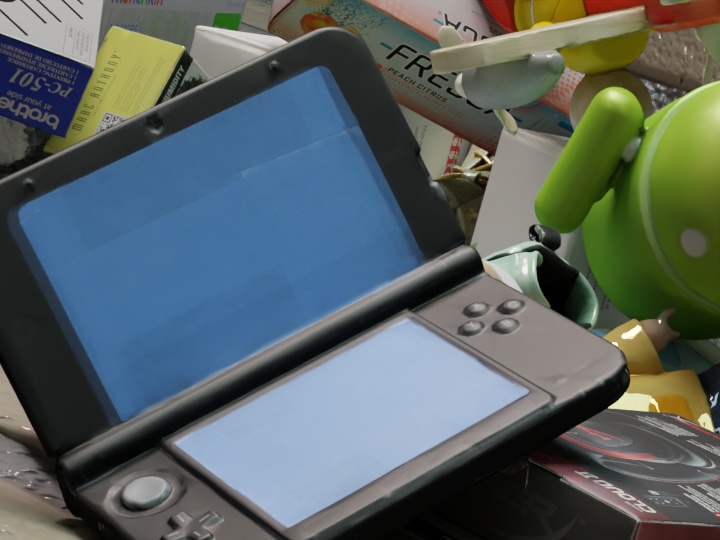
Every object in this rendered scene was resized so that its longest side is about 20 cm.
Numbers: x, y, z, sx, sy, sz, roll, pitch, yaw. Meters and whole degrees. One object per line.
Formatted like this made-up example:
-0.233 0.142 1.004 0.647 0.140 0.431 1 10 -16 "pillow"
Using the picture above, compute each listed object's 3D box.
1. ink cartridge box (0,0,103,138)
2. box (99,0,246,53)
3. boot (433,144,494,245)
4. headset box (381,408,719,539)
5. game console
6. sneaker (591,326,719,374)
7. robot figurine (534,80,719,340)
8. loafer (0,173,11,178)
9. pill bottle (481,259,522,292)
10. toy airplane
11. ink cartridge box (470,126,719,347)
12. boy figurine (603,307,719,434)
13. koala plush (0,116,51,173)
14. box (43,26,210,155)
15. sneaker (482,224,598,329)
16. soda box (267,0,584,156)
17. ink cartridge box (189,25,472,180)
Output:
-0.174 -0.147 1.393 0.093 0.044 0.200 20 31 -13 "ink cartridge box"
-0.159 -0.113 1.662 0.096 0.178 0.200 19 9 19 "box"
0.073 -0.054 1.650 0.072 0.202 0.154 15 9 30 "boot"
0.102 0.108 1.134 0.199 0.076 0.148 7 13 -44 "headset box"
-0.028 0.013 1.082 0.199 0.117 0.176 -28 32 -23 "game console"
0.157 0.084 1.387 0.130 0.080 0.199 0 17 -41 "sneaker"
0.178 -0.029 1.379 0.175 0.116 0.200 29 -13 -9 "robot figurine"
-0.108 0.015 1.396 0.199 0.072 0.063 23 -10 1 "loafer"
-0.036 0.036 1.200 0.199 0.117 0.116 11 11 -26 "pill bottle"
0.143 -0.126 1.471 0.198 0.142 0.199 4 22 7 "toy airplane"
0.157 0.013 1.561 0.199 0.147 0.084 9 11 -37 "ink cartridge box"
0.134 0.072 1.314 0.198 0.125 0.065 1 -32 -6 "boy figurine"
-0.204 -0.098 1.461 0.199 0.185 0.177 20 11 35 "koala plush"
-0.081 -0.039 1.436 0.050 0.076 0.200 18 -19 30 "box"
0.019 0.013 1.319 0.200 0.074 0.118 9 -33 -41 "sneaker"
0.050 -0.126 1.569 0.199 0.069 0.063 27 -37 -23 "soda box"
-0.024 -0.055 1.649 0.087 0.146 0.199 20 11 33 "ink cartridge box"
